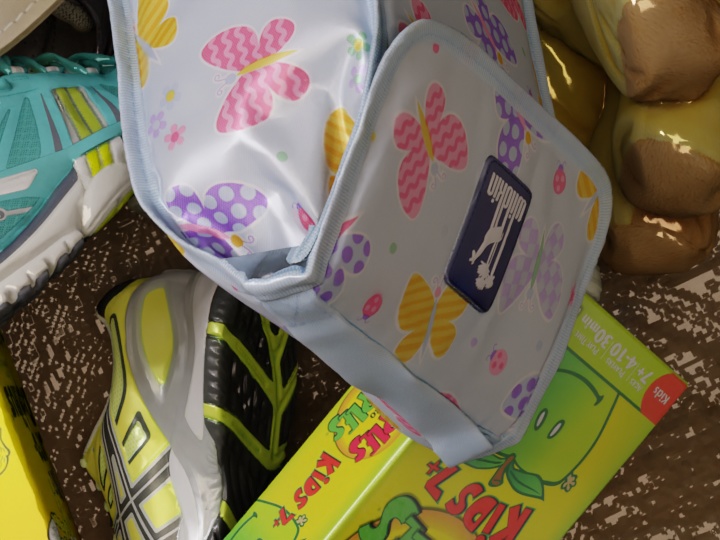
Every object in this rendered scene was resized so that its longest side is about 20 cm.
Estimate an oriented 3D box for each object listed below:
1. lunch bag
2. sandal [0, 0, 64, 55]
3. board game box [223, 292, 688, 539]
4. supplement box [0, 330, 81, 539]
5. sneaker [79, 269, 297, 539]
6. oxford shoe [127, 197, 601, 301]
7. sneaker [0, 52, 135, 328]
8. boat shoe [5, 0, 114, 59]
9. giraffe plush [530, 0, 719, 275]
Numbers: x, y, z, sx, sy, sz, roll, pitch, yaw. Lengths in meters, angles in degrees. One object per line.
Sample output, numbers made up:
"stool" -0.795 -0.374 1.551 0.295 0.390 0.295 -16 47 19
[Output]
"lunch bag" 0.004 -0.046 0.831 0.127 0.170 0.200 -22 55 21
"sandal" -0.124 -0.130 0.902 0.212 0.070 0.078 -37 85 1
"board game box" 0.027 0.089 0.928 0.200 0.048 0.102 -51 131 1
"supplement box" -0.182 0.078 0.938 0.109 0.109 0.200 -21 89 -4
"sneaker" -0.072 0.097 0.972 0.076 0.075 0.200 7 94 32
"oxford shoe" 0.000 0.000 0.971 0.200 0.075 0.058 15 85 -7
"sneaker" -0.113 -0.055 0.898 0.080 0.077 0.200 47 50 -6
"boat shoe" -0.128 -0.107 0.971 0.072 0.065 0.200 12 86 0
"giraffe plush" 0.143 -0.119 0.955 0.162 0.173 0.200 -19 63 -14
